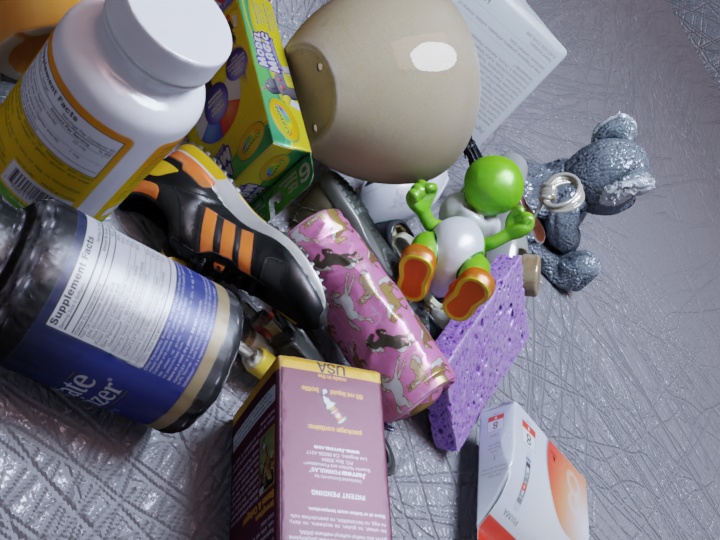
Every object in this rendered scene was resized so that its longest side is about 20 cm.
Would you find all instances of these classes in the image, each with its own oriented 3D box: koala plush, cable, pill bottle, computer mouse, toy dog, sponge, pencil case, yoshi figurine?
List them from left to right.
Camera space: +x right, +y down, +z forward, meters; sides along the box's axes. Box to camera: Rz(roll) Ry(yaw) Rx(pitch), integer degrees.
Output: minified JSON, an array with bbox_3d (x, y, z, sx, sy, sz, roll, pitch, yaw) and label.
[{"bbox_3d":[-0.187,0.023,0.559,0.199,0.112,0.113,30,43,-29],"label":"pill bottle"},{"bbox_3d":[-0.181,-0.120,0.601,0.111,0.200,0.112,29,44,-31],"label":"pill bottle"},{"bbox_3d":[-0.041,0.103,0.742,0.201,0.050,0.097,54,17,-23],"label":"cable"},{"bbox_3d":[-0.001,0.040,0.750,0.201,0.086,0.083,56,9,7],"label":"pencil case"},{"bbox_3d":[0.078,-0.110,0.961,0.200,0.044,0.110,-42,119,-32],"label":"computer mouse"},{"bbox_3d":[0.106,-0.049,0.813,0.113,0.111,0.200,62,32,-22],"label":"yoshi figurine"},{"bbox_3d":[0.123,0.080,0.866,0.200,0.030,0.112,-47,136,-45],"label":"sponge"},{"bbox_3d":[0.181,-0.037,1.032,0.131,0.097,0.201,25,66,21],"label":"toy dog"},{"bbox_3d":[0.303,-0.110,1.143,0.183,0.200,0.178,35,41,-25],"label":"koala plush"}]

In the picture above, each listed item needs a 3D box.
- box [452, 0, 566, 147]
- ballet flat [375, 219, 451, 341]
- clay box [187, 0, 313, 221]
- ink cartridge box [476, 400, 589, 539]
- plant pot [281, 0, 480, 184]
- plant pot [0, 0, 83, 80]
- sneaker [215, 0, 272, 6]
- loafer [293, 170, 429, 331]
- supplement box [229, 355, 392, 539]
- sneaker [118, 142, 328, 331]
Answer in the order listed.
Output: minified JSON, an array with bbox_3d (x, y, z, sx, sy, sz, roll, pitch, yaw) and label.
[{"bbox_3d":[0.115,-0.306,1.071,0.199,0.171,0.200,32,26,-29],"label":"box"},{"bbox_3d":[0.074,0.030,0.887,0.201,0.073,0.073,56,36,0],"label":"ballet flat"},{"bbox_3d":[-0.110,-0.140,0.769,0.047,0.115,0.202,10,55,-42],"label":"clay box"},{"bbox_3d":[0.171,0.252,0.815,0.162,0.050,0.201,47,32,-31],"label":"ink cartridge box"},{"bbox_3d":[-0.004,-0.175,0.806,0.134,0.200,0.202,-15,74,-41],"label":"plant pot"},{"bbox_3d":[-0.239,-0.255,0.668,0.199,0.199,0.185,-4,81,-50],"label":"plant pot"},{"bbox_3d":[-0.104,-0.238,0.853,0.201,0.112,0.071,53,35,-3],"label":"sneaker"},{"bbox_3d":[0.000,0.000,0.831,0.201,0.069,0.075,60,15,12],"label":"loafer"},{"bbox_3d":[-0.038,0.178,0.595,0.085,0.111,0.201,12,52,-22],"label":"supplement box"},{"bbox_3d":[-0.115,-0.011,0.689,0.090,0.070,0.200,-37,75,-27],"label":"sneaker"}]
